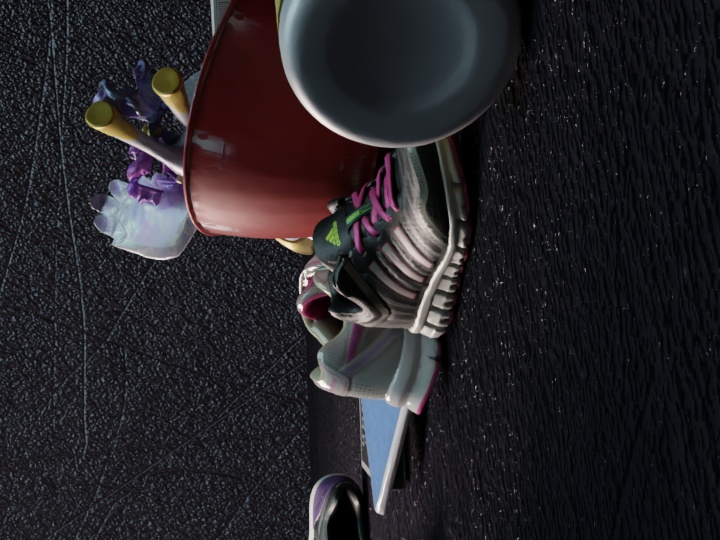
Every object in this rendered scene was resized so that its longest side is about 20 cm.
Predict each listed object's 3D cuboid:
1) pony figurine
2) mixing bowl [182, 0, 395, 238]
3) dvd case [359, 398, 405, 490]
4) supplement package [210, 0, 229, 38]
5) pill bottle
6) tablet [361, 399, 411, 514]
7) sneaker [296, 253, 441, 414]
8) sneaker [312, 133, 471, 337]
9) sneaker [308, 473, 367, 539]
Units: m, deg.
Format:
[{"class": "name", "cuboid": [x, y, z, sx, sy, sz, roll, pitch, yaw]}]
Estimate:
[{"class": "pony figurine", "cuboid": [-0.118, -0.080, 1.259, 0.167, 0.192, 0.200, -59, -29, -6]}, {"class": "mixing bowl", "cuboid": [-0.021, -0.100, 1.087, 0.200, 0.107, 0.202, 21, -90, -75]}, {"class": "dvd case", "cuboid": [0.016, 0.104, 1.468, 0.200, 0.024, 0.152, 167, 101, -85]}, {"class": "supplement package", "cuboid": [-0.074, -0.263, 1.656, 0.191, 0.145, 0.202, -118, 26, -80]}, {"class": "pill bottle", "cuboid": [0.011, -0.158, 0.833, 0.201, 0.111, 0.113, -99, 8, -53]}, {"class": "tablet", "cuboid": [0.025, 0.073, 1.275, 0.131, 0.014, 0.201, -98, 15, -45]}, {"class": "sneaker", "cuboid": [0.000, 0.000, 1.148, 0.082, 0.087, 0.202, 108, 161, -53]}, {"class": "sneaker", "cuboid": [0.016, -0.026, 0.998, 0.201, 0.086, 0.074, 95, 172, -56]}, {"class": "sneaker", "cuboid": [-0.026, 0.326, 1.840, 0.088, 0.075, 0.202, 175, 92, -80]}]
